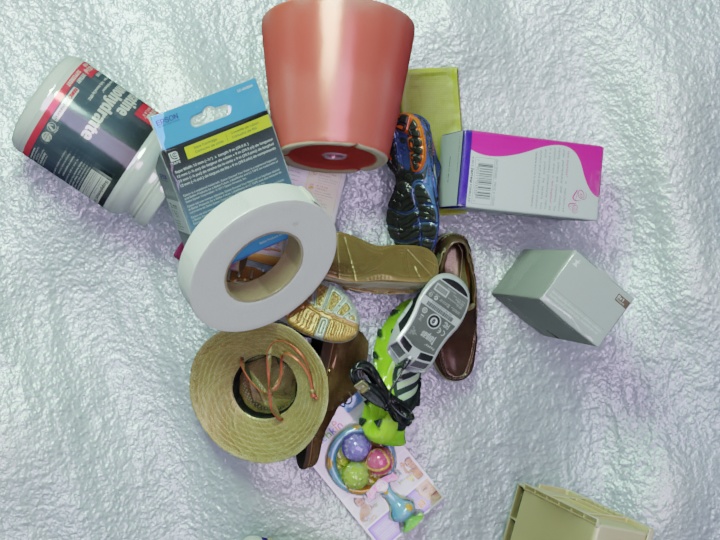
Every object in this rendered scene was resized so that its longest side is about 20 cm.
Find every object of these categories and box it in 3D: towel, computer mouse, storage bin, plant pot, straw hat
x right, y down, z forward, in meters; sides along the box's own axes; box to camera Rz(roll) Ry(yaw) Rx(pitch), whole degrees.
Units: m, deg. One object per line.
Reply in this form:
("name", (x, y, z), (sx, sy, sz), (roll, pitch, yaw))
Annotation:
("towel", (0.098, -0.174, 1.759), (0.086, 0.018, 0.201), (-4, 93, -10))
("computer mouse", (0.072, 0.094, 1.688), (0.110, 0.044, 0.200), (36, 82, -17))
("storage bin", (0.269, 0.406, 1.730), (0.093, 0.198, 0.201), (15, 91, -27))
("plant pot", (-0.031, -0.225, 1.626), (0.200, 0.200, 0.178), (4, 79, -10))
("straw hat", (-0.117, 0.147, 1.698), (0.200, 0.085, 0.202), (5, 106, 18))

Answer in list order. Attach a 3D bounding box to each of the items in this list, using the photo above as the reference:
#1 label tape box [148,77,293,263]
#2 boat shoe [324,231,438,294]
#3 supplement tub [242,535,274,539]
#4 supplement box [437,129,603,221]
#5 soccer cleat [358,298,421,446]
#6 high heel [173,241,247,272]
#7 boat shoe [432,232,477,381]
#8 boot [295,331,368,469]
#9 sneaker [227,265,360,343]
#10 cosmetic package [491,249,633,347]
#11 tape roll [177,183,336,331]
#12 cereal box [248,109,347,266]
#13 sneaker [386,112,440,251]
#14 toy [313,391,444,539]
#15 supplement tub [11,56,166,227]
("label tape box", (-0.166, -0.116, 1.575), (0.143, 0.066, 0.201), (-24, 106, -19))
("boat shoe", (0.000, 0.000, 1.701), (0.199, 0.069, 0.074), (9, 60, -15))
("supplement tub", (-0.072, 0.436, 1.695), (0.199, 0.145, 0.146), (15, 90, -10))
("supplement box", (0.211, -0.124, 1.728), (0.199, 0.103, 0.102), (6, 90, -15))
("soccer cleat", (0.053, 0.139, 1.748), (0.081, 0.067, 0.201), (30, 72, -46))
("high heel", (-0.177, -0.098, 1.666), (0.096, 0.067, 0.201), (11, 90, 14))
("boat shoe", (0.124, 0.052, 1.745), (0.074, 0.075, 0.203), (-6, 94, -9))
("boot", (-0.038, 0.170, 1.726), (0.075, 0.074, 0.201), (16, 83, -20))
("sneaker", (-0.091, 0.049, 1.684), (0.199, 0.088, 0.076), (19, 69, 13))
("cosmetic package", (0.262, 0.033, 1.704), (0.107, 0.200, 0.090), (38, 86, -9))
("tape roll", (-0.122, -0.014, 1.557), (0.202, 0.037, 0.203), (-23, 138, -22))
("cereal box", (-0.097, -0.104, 1.718), (0.143, 0.040, 0.201), (14, 90, -9))
("sneaker", (0.079, -0.115, 1.716), (0.075, 0.078, 0.201), (6, 110, 26))
("toy", (0.015, 0.271, 1.751), (0.115, 0.047, 0.200), (-39, 99, -7))
("supplement tub", (-0.320, -0.160, 1.627), (0.200, 0.140, 0.141), (34, 87, -9))
